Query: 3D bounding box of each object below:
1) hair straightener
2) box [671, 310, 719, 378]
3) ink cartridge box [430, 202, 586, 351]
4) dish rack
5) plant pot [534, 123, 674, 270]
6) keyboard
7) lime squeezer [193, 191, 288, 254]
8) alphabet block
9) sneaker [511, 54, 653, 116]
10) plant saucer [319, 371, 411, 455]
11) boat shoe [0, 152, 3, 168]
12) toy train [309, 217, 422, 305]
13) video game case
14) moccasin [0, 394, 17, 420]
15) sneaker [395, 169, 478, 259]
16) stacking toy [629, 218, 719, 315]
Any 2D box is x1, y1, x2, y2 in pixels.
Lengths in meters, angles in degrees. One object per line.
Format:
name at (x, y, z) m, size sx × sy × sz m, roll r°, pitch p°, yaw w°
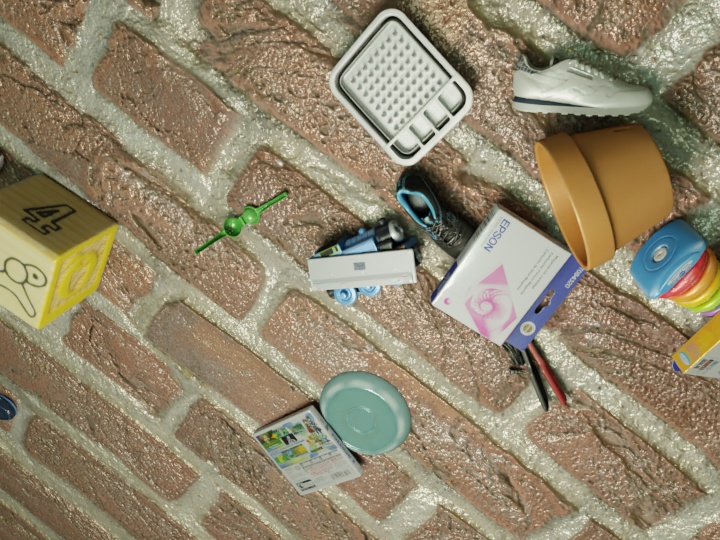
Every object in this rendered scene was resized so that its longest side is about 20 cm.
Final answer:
hair straightener at (0.289, 0.167, 1.197) m, size 0.076 × 0.041 × 0.201 m, roll -27°, pitch 103°, yaw 27°
box at (0.573, 0.102, 1.028) m, size 0.118 × 0.042 × 0.201 m, roll 10°, pitch 128°, yaw -28°
ink cartridge box at (0.248, 0.023, 1.105) m, size 0.198 × 0.043 × 0.198 m, roll 30°, pitch 110°, yaw -8°
dish rack at (0.065, -0.288, 1.062) m, size 0.200 × 0.044 × 0.171 m, roll 46°, pitch 121°, yaw -5°
plant pot at (0.352, -0.119, 0.965) m, size 0.138 × 0.200 × 0.202 m, roll -21°, pitch 106°, yaw 10°
keyboard at (0.000, 0.000, 1.148) m, size 0.197 × 0.011 × 0.057 m, roll -5°, pitch 92°, yaw 24°
lime squeezer at (-0.220, -0.094, 1.245) m, size 0.198 × 0.071 × 0.038 m, roll -32°, pitch 85°, yaw -1°
alphabet block at (-0.639, -0.042, 1.339) m, size 0.199 × 0.197 × 0.196 m, roll 33°, pitch 122°, yaw 2°
sneaker at (0.319, -0.266, 0.969) m, size 0.197 × 0.076 × 0.082 m, roll 7°, pitch 107°, yaw 15°
plant saucer at (0.005, 0.298, 1.369) m, size 0.197 × 0.027 × 0.203 m, roll 8°, pitch 116°, yaw 17°
boat shoe at (-0.803, -0.200, 1.396) m, size 0.199 × 0.075 × 0.065 m, roll -10°, pitch 117°, yaw 28°
toy train at (0.011, -0.017, 1.187) m, size 0.198 × 0.087 × 0.115 m, roll -23°, pitch 99°, yaw 27°
video game case at (-0.115, 0.389, 1.441) m, size 0.199 × 0.022 × 0.183 m, roll -30°, pitch 102°, yaw 38°
moccasin at (-0.973, 0.352, 1.714) m, size 0.197 × 0.068 × 0.082 m, roll 9°, pitch 117°, yaw 15°
sneaker at (0.129, -0.075, 1.117) m, size 0.200 × 0.082 × 0.073 m, roll 43°, pitch 118°, yaw -5°
stacking toy at (0.525, 0.027, 1.027) m, size 0.199 × 0.110 × 0.116 m, roll 33°, pitch 112°, yaw -15°
